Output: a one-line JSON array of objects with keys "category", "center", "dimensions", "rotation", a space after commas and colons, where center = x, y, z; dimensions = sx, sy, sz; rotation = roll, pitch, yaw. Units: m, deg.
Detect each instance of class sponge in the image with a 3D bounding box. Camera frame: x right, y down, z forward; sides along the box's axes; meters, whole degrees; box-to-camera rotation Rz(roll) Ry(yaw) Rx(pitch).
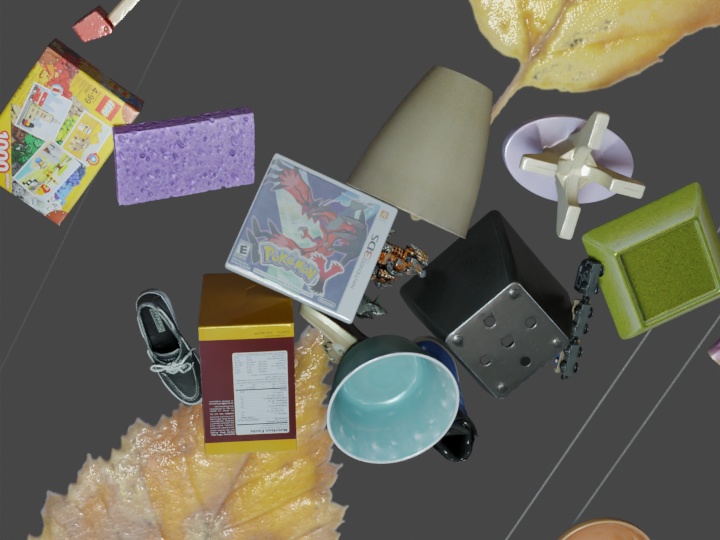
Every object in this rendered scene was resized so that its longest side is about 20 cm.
[{"category": "sponge", "center": [-0.244, -0.159, 1.500], "dimensions": [0.198, 0.030, 0.113], "rotation": [-11, 127, -20]}]

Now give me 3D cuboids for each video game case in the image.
[{"category": "video game case", "center": [-0.069, -0.047, 1.544], "dimensions": [0.198, 0.023, 0.184], "rotation": [24, 77, -3]}]

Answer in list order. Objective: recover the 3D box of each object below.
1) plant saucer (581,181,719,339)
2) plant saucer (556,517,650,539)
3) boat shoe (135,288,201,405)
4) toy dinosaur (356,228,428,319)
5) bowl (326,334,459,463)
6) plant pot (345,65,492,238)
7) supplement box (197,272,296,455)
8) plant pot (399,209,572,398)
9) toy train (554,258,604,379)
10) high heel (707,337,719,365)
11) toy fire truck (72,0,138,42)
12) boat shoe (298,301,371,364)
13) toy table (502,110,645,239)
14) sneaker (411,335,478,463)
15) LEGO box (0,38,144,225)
[{"category": "plant saucer", "center": [0.469, -0.004, 1.662], "dimensions": [0.198, 0.048, 0.201], "rotation": [-25, 112, 4]}, {"category": "plant saucer", "center": [0.411, 0.509, 1.863], "dimensions": [0.198, 0.038, 0.202], "rotation": [-2, 112, -4]}, {"category": "boat shoe", "center": [-0.285, 0.126, 1.629], "dimensions": [0.073, 0.068, 0.201], "rotation": [-15, 112, 1]}, {"category": "toy dinosaur", "center": [0.000, 0.000, 1.607], "dimensions": [0.197, 0.102, 0.137], "rotation": [3, 83, 8]}, {"category": "bowl", "center": [0.039, 0.175, 1.600], "dimensions": [0.198, 0.105, 0.203], "rotation": [-6, 122, -9]}, {"category": "plant pot", "center": [0.104, -0.174, 1.505], "dimensions": [0.186, 0.187, 0.202], "rotation": [24, 94, -14]}, {"category": "supplement box", "center": [-0.163, 0.131, 1.573], "dimensions": [0.131, 0.198, 0.202], "rotation": [-2, 111, -5]}, {"category": "plant pot", "center": [0.201, 0.070, 1.596], "dimensions": [0.199, 0.178, 0.200], "rotation": [-40, 111, 11]}, {"category": "toy train", "center": [0.336, 0.076, 1.681], "dimensions": [0.034, 0.046, 0.202], "rotation": [2, 111, -22]}, {"category": "high heel", "center": [0.660, 0.153, 1.732], "dimensions": [0.199, 0.067, 0.096], "rotation": [39, 114, -4]}, {"category": "toy fire truck", "center": [-0.318, -0.411, 1.427], "dimensions": [0.199, 0.049, 0.142], "rotation": [-30, 111, 5]}, {"category": "boat shoe", "center": [-0.026, 0.116, 1.651], "dimensions": [0.200, 0.072, 0.065], "rotation": [39, 102, -23]}, {"category": "toy table", "center": [0.311, -0.150, 1.554], "dimensions": [0.197, 0.117, 0.186], "rotation": [1, 111, -5]}, {"category": "sneaker", "center": [0.129, 0.205, 1.677], "dimensions": [0.076, 0.111, 0.202], "rotation": [-16, 112, 1]}, {"category": "LEGO box", "center": [-0.417, -0.191, 1.488], "dimensions": [0.148, 0.077, 0.201], "rotation": [35, 104, -16]}]
